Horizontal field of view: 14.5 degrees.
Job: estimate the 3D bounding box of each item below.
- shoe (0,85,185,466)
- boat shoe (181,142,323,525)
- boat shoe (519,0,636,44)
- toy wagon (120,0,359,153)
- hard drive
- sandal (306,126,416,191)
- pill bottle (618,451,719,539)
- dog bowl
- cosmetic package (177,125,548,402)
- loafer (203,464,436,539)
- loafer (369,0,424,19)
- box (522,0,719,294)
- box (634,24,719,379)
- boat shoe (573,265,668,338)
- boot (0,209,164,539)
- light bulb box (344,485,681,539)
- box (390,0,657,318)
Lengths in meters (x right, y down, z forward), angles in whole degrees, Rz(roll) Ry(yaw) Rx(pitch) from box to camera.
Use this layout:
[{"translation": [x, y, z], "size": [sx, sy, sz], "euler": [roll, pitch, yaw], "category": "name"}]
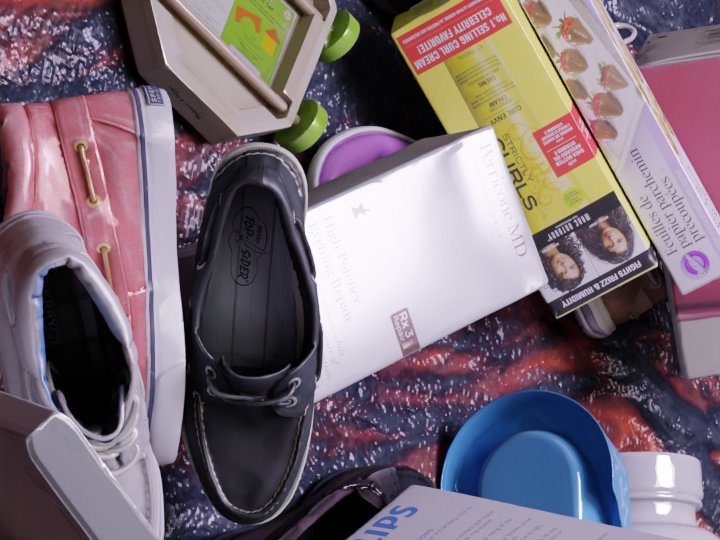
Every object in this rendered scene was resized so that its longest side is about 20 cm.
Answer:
[{"translation": [-0.140, 0.006, 1.445], "size": [0.091, 0.071, 0.201], "euler": [-5, 108, -12], "category": "shoe"}, {"translation": [-0.055, 0.038, 1.448], "size": [0.066, 0.074, 0.200], "euler": [-102, -160, -81], "category": "boat shoe"}, {"translation": [0.142, -0.120, 1.785], "size": [0.075, 0.086, 0.203], "euler": [-36, 107, -48], "category": "boat shoe"}, {"translation": [-0.064, -0.168, 1.599], "size": [0.155, 0.039, 0.201], "euler": [44, 49, -32], "category": "toy wagon"}, {"translation": [-0.149, 0.106, 1.303], "size": [0.026, 0.200, 0.132], "euler": [-42, 113, -19], "category": "hard drive"}, {"translation": [0.044, -0.045, 1.677], "size": [0.202, 0.050, 0.083], "euler": [6, 75, -50], "category": "sandal"}, {"translation": [0.169, 0.214, 1.701], "size": [0.111, 0.111, 0.201], "euler": [15, 69, -46], "category": "pill bottle"}, {"translation": [0.108, 0.173, 1.651], "size": [0.050, 0.111, 0.201], "euler": [26, 59, -58], "category": "dog bowl"}, {"translation": [0.000, 0.000, 1.565], "size": [0.200, 0.074, 0.102], "euler": [-27, 101, -33], "category": "cosmetic package"}, {"translation": [-0.011, 0.152, 1.548], "size": [0.200, 0.063, 0.072], "euler": [-19, 93, -50], "category": "loafer"}, {"translation": [0.016, -0.226, 1.682], "size": [0.200, 0.071, 0.073], "euler": [52, 46, -25], "category": "loafer"}, {"translation": [0.161, -0.083, 1.677], "size": [0.201, 0.039, 0.041], "euler": [61, 16, -6], "category": "box"}, {"translation": [0.240, -0.049, 1.758], "size": [0.128, 0.108, 0.201], "euler": [-56, 136, -73], "category": "box"}, {"translation": [0.136, -0.057, 1.753], "size": [0.076, 0.072, 0.201], "euler": [-98, 165, -67], "category": "boat shoe"}, {"translation": [-0.136, 0.074, 1.374], "size": [0.073, 0.096, 0.201], "euler": [-20, 108, -11], "category": "boot"}, {"translation": [0.086, 0.239, 1.493], "size": [0.125, 0.199, 0.199], "euler": [-34, 124, -47], "category": "light bulb box"}, {"translation": [0.098, -0.077, 1.672], "size": [0.200, 0.075, 0.050], "euler": [60, 12, -13], "category": "box"}]
